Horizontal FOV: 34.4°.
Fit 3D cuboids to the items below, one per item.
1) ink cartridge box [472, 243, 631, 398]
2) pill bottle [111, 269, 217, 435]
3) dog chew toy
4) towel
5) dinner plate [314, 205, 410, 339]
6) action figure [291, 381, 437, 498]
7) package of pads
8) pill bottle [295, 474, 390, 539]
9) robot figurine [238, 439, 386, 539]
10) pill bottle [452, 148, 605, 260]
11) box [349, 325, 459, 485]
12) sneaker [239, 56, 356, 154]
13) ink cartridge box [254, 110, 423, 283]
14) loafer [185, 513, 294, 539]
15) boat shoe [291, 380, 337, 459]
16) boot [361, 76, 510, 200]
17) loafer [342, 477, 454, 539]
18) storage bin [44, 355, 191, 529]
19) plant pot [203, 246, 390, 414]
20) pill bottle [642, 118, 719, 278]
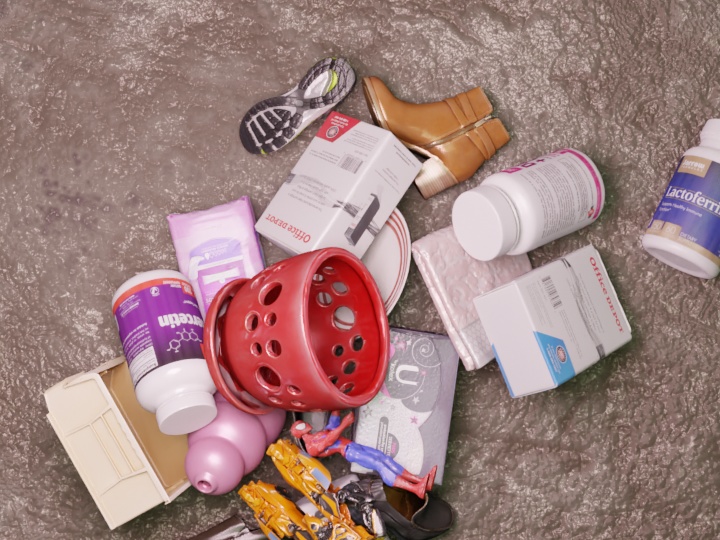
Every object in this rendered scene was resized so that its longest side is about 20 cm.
[{"bbox_3d":[0.262,0.066,1.573,0.199,0.083,0.146,-22,88,-45],"label":"ink cartridge box"},{"bbox_3d":[-0.249,0.107,1.515,0.111,0.113,0.201,-22,62,-2],"label":"pill bottle"},{"bbox_3d":[-0.174,0.219,1.553,0.123,0.201,0.126,7,125,11],"label":"dog chew toy"},{"bbox_3d":[0.174,0.019,1.594,0.199,0.032,0.193,-23,88,-43],"label":"towel"},{"bbox_3d":[0.000,0.000,1.595,0.024,0.199,0.202,23,87,-42],"label":"dinner plate"},{"bbox_3d":[0.006,0.214,1.511,0.198,0.065,0.100,15,98,16],"label":"action figure"},{"bbox_3d":[-0.190,0.006,1.623,0.119,0.076,0.202,-13,88,2],"label":"package of pads"},{"bbox_3d":[-0.010,0.393,1.592,0.113,0.114,0.201,-26,88,-2],"label":"pill bottle"},{"bbox_3d":[-0.061,0.320,1.504,0.200,0.058,0.146,39,101,27],"label":"robot figurine"},{"bbox_3d":[0.227,-0.088,1.575,0.199,0.113,0.114,-22,88,-35],"label":"pill bottle"},{"bbox_3d":[0.059,0.180,1.601,0.131,0.115,0.202,8,87,-1],"label":"box"},{"bbox_3d":[-0.082,-0.226,1.639,0.199,0.081,0.074,-30,85,17],"label":"sneaker"},{"bbox_3d":[-0.032,-0.100,1.585,0.084,0.144,0.201,40,82,-40],"label":"ink cartridge box"},{"bbox_3d":[-0.179,0.374,1.616,0.198,0.073,0.072,-3,83,-10],"label":"loafer"},{"bbox_3d":[-0.065,0.165,1.620,0.074,0.073,0.202,-7,88,-2],"label":"boat shoe"},{"bbox_3d":[0.105,-0.219,1.642,0.154,0.074,0.201,-34,101,-1],"label":"boot"},{"bbox_3d":[0.066,0.321,1.570,0.072,0.199,0.073,-28,58,37],"label":"loafer"},{"bbox_3d":[-0.301,0.213,1.545,0.093,0.200,0.200,-30,89,13],"label":"storage bin"},{"bbox_3d":[-0.085,0.082,1.478,0.181,0.200,0.203,-11,87,33],"label":"plant pot"},{"bbox_3d":[0.484,-0.101,1.621,0.115,0.116,0.201,26,87,0],"label":"pill bottle"}]
